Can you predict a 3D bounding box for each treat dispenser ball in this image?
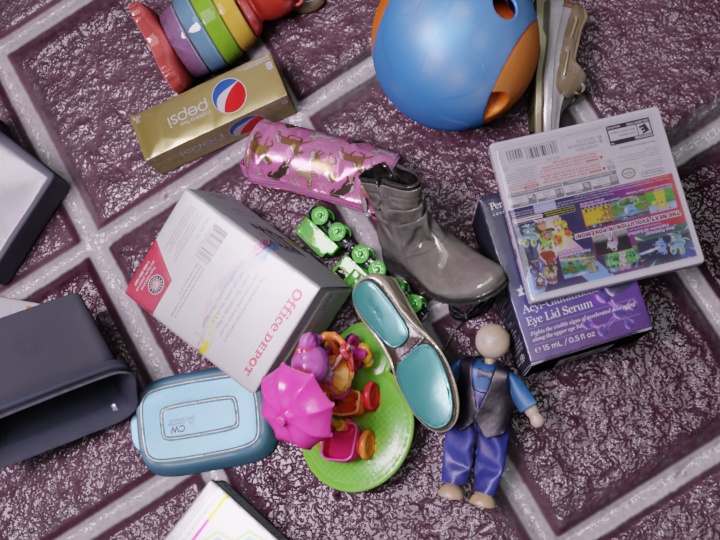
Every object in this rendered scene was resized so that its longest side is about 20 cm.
[{"bbox_3d":[0.110,-0.266,1.231,0.197,0.201,0.205,-2,78,8],"label":"treat dispenser ball"}]

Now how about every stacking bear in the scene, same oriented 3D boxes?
[{"bbox_3d":[-0.170,-0.322,1.326,0.198,0.114,0.123,-30,86,4],"label":"stacking bear"}]

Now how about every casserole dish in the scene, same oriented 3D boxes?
[{"bbox_3d":[-0.190,0.179,1.271,0.196,0.039,0.123,-10,77,7],"label":"casserole dish"}]

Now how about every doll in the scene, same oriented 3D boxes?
[{"bbox_3d":[0.142,0.161,1.194,0.134,0.048,0.204,9,94,26],"label":"doll"}]

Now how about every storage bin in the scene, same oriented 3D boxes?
[{"bbox_3d":[-0.378,0.127,1.236,0.197,0.146,0.135,-20,63,-20],"label":"storage bin"},{"bbox_3d":[-0.470,-0.086,1.321,0.133,0.146,0.202,31,85,3],"label":"storage bin"}]

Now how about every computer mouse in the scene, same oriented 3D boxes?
[{"bbox_3d":[0.102,0.088,1.248,0.058,0.034,0.202,30,84,13],"label":"computer mouse"}]

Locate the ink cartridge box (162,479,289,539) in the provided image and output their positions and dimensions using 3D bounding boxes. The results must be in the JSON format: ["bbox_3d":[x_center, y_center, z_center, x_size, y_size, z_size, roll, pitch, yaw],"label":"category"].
[{"bbox_3d":[-0.127,0.347,1.217,0.199,0.059,0.104,39,86,13],"label":"ink cartridge box"}]

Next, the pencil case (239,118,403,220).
[{"bbox_3d":[-0.046,-0.125,1.289,0.197,0.087,0.084,17,111,11],"label":"pencil case"}]

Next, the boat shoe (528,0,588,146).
[{"bbox_3d":[0.239,-0.229,1.269,0.067,0.075,0.204,3,88,0],"label":"boat shoe"}]

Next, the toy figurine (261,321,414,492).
[{"bbox_3d":[-0.037,0.131,1.168,0.148,0.184,0.203,0,72,25],"label":"toy figurine"}]

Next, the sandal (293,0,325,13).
[{"bbox_3d":[-0.091,-0.435,1.369,0.079,0.054,0.203,-17,77,5],"label":"sandal"}]

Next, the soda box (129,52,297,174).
[{"bbox_3d":[-0.185,-0.196,1.329,0.197,0.068,0.065,-25,77,3],"label":"soda box"}]

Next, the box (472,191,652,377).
[{"bbox_3d":[0.225,0.001,1.205,0.146,0.104,0.203,-17,78,-2],"label":"box"}]

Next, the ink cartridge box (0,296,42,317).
[{"bbox_3d":[-0.503,0.124,1.324,0.196,0.043,0.202,10,80,8],"label":"ink cartridge box"}]

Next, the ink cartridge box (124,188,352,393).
[{"bbox_3d":[-0.137,0.023,1.228,0.199,0.144,0.146,37,99,13],"label":"ink cartridge box"}]

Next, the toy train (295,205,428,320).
[{"bbox_3d":[0.000,0.000,1.279,0.200,0.042,0.057,44,97,14],"label":"toy train"}]

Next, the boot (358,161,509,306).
[{"bbox_3d":[0.071,-0.044,1.164,0.067,0.132,0.199,-36,36,-25],"label":"boot"}]

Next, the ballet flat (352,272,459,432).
[{"bbox_3d":[0.061,0.090,1.205,0.069,0.070,0.202,-29,75,2],"label":"ballet flat"}]

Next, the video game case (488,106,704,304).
[{"bbox_3d":[0.257,-0.073,1.157,0.197,0.023,0.185,-12,77,-3],"label":"video game case"}]
